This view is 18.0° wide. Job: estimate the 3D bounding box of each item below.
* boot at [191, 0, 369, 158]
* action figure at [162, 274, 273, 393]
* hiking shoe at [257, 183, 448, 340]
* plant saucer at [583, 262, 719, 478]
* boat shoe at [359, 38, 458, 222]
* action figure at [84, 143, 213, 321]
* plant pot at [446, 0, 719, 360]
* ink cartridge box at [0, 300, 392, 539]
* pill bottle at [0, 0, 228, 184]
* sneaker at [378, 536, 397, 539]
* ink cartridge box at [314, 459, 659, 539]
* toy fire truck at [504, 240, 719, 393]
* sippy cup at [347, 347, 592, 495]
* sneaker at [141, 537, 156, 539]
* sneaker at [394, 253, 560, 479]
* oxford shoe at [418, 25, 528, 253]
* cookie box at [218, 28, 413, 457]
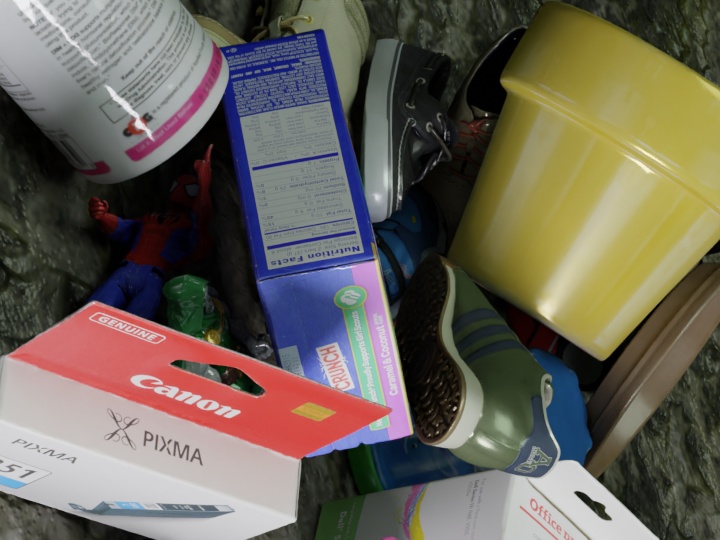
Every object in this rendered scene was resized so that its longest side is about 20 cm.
[{"bbox_3d":[-0.060,-0.150,1.516,0.200,0.072,0.155,42,47,-46],"label":"boot"},{"bbox_3d":[-0.080,0.071,1.370,0.200,0.055,0.118,69,18,-48],"label":"action figure"},{"bbox_3d":[0.000,0.000,1.537,0.087,0.074,0.200,52,42,-29],"label":"hiking shoe"},{"bbox_3d":[0.207,0.070,1.627,0.029,0.200,0.200,36,36,13],"label":"plant saucer"},{"bbox_3d":[0.036,-0.098,1.582,0.200,0.066,0.070,-82,175,-59],"label":"boat shoe"},{"bbox_3d":[-0.137,-0.004,1.346,0.099,0.065,0.200,89,19,-44],"label":"action figure"},{"bbox_3d":[0.159,-0.052,1.542,0.201,0.201,0.189,31,92,-43],"label":"plant pot"},{"bbox_3d":[-0.113,0.091,1.236,0.200,0.176,0.045,22,58,-32],"label":"ink cartridge box"},{"bbox_3d":[-0.177,-0.156,1.328,0.200,0.113,0.113,50,42,-30],"label":"pill bottle"},{"bbox_3d":[-0.004,0.241,1.444,0.081,0.088,0.200,-71,154,-45],"label":"sneaker"},{"bbox_3d":[0.079,0.190,1.465,0.117,0.200,0.067,43,46,-35],"label":"ink cartridge box"},{"bbox_3d":[0.150,-0.026,1.712,0.200,0.176,0.129,39,28,24],"label":"toy fire truck"},{"bbox_3d":[0.081,0.111,1.557,0.178,0.130,0.140,54,41,-26],"label":"sippy cup"},{"bbox_3d":[-0.125,0.226,1.313,0.200,0.076,0.088,-45,143,-58],"label":"sneaker"},{"bbox_3d":[0.078,0.067,1.446,0.090,0.067,0.200,27,23,-17],"label":"sneaker"},{"bbox_3d":[0.076,-0.086,1.629,0.075,0.070,0.200,63,48,-74],"label":"oxford shoe"},{"bbox_3d":[-0.029,-0.017,1.394,0.171,0.075,0.200,79,-1,-49],"label":"cookie box"}]
